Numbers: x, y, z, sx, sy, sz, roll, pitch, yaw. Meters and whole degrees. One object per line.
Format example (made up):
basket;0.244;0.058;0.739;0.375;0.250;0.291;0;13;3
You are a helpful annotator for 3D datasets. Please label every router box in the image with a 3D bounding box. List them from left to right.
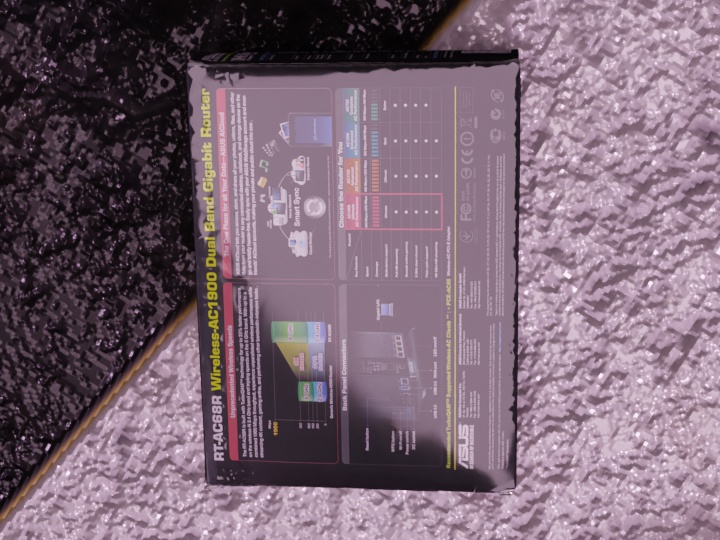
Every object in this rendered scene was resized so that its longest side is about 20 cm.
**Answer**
router box;0.000;0.000;0.623;0.147;0.062;0.204;1;103;6
